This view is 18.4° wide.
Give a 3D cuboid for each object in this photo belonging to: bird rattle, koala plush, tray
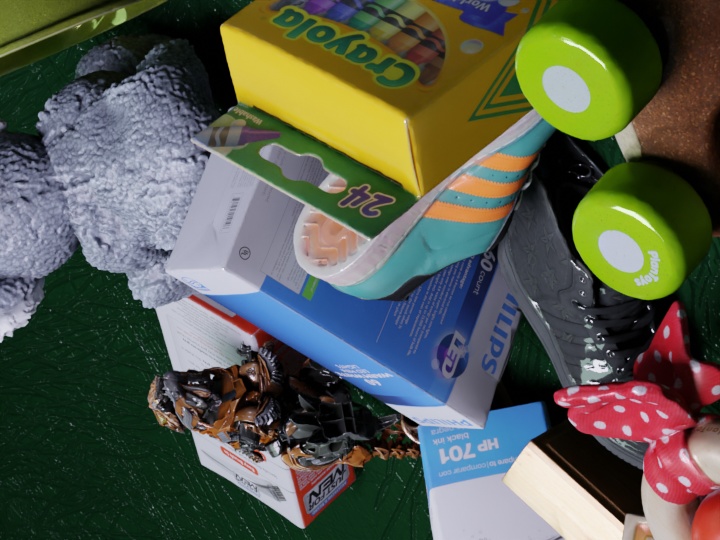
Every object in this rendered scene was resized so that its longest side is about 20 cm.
[{"bbox_3d":[0.191,0.121,1.128,0.199,0.113,0.163,17,134,26],"label":"bird rattle"},{"bbox_3d":[-0.185,-0.051,1.381,0.184,0.199,0.178,180,76,-78],"label":"koala plush"},{"bbox_3d":[0.183,0.160,1.263,0.200,0.099,0.037,41,118,17],"label":"tray"}]

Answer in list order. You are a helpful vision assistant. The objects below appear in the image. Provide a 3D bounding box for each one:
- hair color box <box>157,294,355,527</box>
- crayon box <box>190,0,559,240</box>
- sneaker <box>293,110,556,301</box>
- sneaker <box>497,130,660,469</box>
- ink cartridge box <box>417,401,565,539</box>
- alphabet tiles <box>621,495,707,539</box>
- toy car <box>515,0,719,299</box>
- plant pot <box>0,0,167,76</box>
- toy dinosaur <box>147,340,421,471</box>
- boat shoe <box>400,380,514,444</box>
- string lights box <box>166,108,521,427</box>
[{"bbox_3d":[-0.076,0.077,1.587,0.111,0.064,0.200,28,145,34],"label":"hair color box"},{"bbox_3d":[0.027,-0.110,1.048,0.126,0.200,0.052,29,147,36],"label":"crayon box"},{"bbox_3d":[0.057,-0.060,1.143,0.080,0.200,0.071,26,-152,-49],"label":"sneaker"},{"bbox_3d":[0.129,0.012,1.195,0.200,0.060,0.104,56,157,12],"label":"sneaker"},{"bbox_3d":[0.094,0.203,1.343,0.147,0.086,0.201,80,-179,-57],"label":"ink cartridge box"},{"bbox_3d":[0.212,0.210,1.191,0.166,0.201,0.006,9,180,20],"label":"alphabet tiles"},{"bbox_3d":[0.195,-0.079,0.886,0.200,0.164,0.158,8,132,41],"label":"toy car"},{"bbox_3d":[-0.239,-0.221,1.364,0.200,0.200,0.193,-13,102,61],"label":"plant pot"},{"bbox_3d":[-0.033,0.088,1.468,0.136,0.199,0.102,-50,51,55],"label":"toy dinosaur"},{"bbox_3d":[0.051,0.074,1.395,0.070,0.070,0.200,25,145,40],"label":"boat shoe"},{"bbox_3d":[0.000,0.000,1.233,0.200,0.103,0.059,33,159,-33],"label":"string lights box"}]
